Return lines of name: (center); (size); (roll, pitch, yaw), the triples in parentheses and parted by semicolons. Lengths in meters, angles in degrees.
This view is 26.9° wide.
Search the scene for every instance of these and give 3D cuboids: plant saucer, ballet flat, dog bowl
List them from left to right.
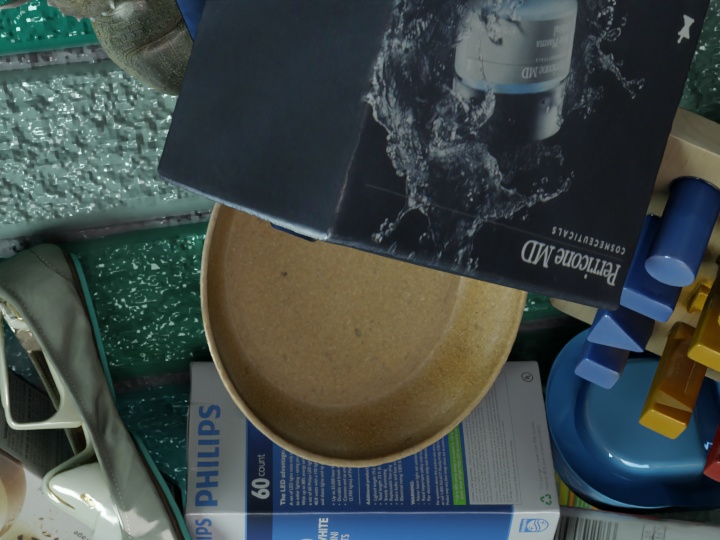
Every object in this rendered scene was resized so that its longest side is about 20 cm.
ballet flat: (-0.147, 0.086, 0.785); (0.063, 0.067, 0.202); (-21, 86, -23)
plant saucer: (0.000, 0.000, 0.787); (0.198, 0.035, 0.203); (-5, 99, -31)
dog bowl: (0.199, 0.088, 0.874); (0.198, 0.113, 0.050); (-3, 154, -9)

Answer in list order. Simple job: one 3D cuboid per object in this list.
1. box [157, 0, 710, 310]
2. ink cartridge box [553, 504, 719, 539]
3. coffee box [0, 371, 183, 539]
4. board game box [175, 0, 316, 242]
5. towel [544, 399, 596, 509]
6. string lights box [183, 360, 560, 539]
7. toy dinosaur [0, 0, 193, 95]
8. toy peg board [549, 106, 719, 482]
box: (0.043, -0.103, 0.648); (0.196, 0.117, 0.202); (12, 96, -45)
ink cartridge box: (0.204, 0.179, 0.891); (0.199, 0.161, 0.051); (22, 73, -54)
coffee box: (-0.206, 0.130, 0.837); (0.113, 0.080, 0.200); (-43, 118, 14)
board game box: (-0.018, -0.134, 0.685); (0.135, 0.034, 0.201); (-41, 128, -27)
towel: (0.090, 0.120, 0.924); (0.198, 0.018, 0.087); (-4, 120, -8)
string lights box: (0.003, 0.106, 0.833); (0.198, 0.103, 0.059); (0, 139, -3)
toy dinosaur: (-0.092, -0.130, 0.718); (0.102, 0.077, 0.200); (-32, 147, 7)
toy peg board: (0.197, 0.042, 0.756); (0.198, 0.098, 0.200); (24, 153, 4)
